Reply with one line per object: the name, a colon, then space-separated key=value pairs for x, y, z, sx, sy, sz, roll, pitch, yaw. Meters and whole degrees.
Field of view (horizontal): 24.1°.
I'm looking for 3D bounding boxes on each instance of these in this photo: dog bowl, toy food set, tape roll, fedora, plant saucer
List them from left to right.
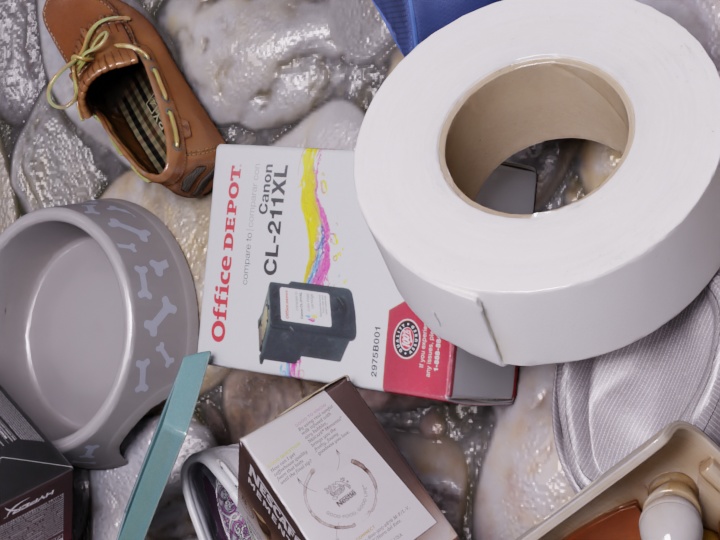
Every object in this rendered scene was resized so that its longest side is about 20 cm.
dog bowl: x=-0.209 y=0.045 z=1.221 sx=0.199 sy=0.058 sz=0.202 roll=-4 pitch=83 yaw=37
plant saucer: x=-0.136 y=0.134 z=1.110 sx=0.201 sy=0.019 sz=0.070 roll=114 pitch=171 yaw=-46
tape roll: x=0.099 y=-0.051 z=0.898 sx=0.201 sy=0.071 sz=0.204 roll=-9 pitch=54 yaw=13
fedora: x=0.167 y=0.065 z=0.921 sx=0.176 sy=0.090 sz=0.201 roll=32 pitch=105 yaw=34
toy food set: x=0.173 y=0.186 z=0.876 sx=0.200 sy=0.060 sz=0.143 roll=44 pitch=117 yaw=-8

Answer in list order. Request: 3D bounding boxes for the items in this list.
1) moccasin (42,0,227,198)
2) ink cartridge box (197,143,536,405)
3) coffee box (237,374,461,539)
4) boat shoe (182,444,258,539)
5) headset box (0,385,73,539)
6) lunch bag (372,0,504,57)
moccasin: x=-0.173 y=-0.131 z=1.197 sx=0.074 sy=0.077 sz=0.202 roll=-44 pitch=62 yaw=25
ink cartridge box: x=0.000 y=0.000 z=1.055 sx=0.199 sy=0.083 sz=0.147 roll=5 pitch=90 yaw=36
coffee box: x=0.011 y=0.179 z=0.992 sx=0.201 sy=0.079 sz=0.113 roll=54 pitch=160 yaw=21
boat shoe: x=-0.062 y=0.204 z=1.082 sx=0.072 sy=0.068 sz=0.201 roll=-29 pitch=69 yaw=31
headset box: x=-0.276 y=0.179 z=1.209 sx=0.148 sy=0.075 sz=0.201 roll=40 pitch=139 yaw=32
lunch bag: x=0.055 y=-0.227 z=0.982 sx=0.131 sy=0.136 sz=0.201 roll=-24 pitch=62 yaw=-7
